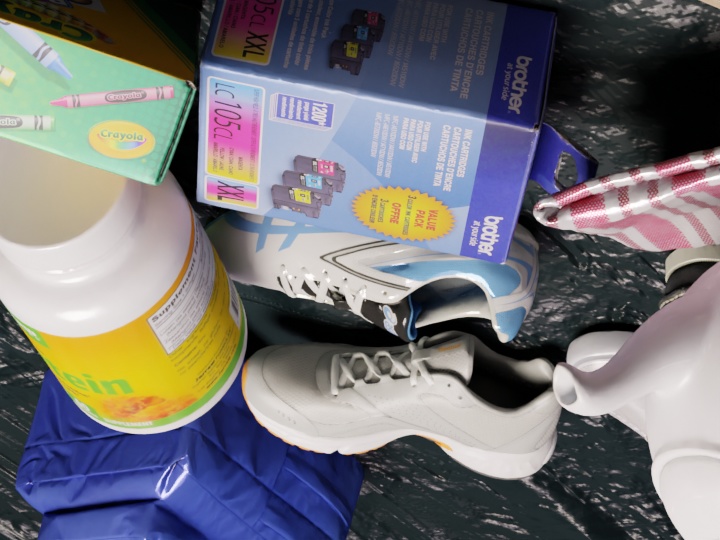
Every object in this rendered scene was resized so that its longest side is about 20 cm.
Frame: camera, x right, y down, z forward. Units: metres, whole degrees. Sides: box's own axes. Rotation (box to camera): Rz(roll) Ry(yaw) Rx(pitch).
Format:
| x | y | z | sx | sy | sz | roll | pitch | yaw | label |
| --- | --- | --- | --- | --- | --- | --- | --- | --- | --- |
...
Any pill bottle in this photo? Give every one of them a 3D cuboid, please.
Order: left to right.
| x | y | z | sx | sy | sz | roll | pitch | yaw | label |
| --- | --- | --- | --- | --- | --- | --- | --- | --- | --- |
| -0.135 | -0.002 | 1.363 | 0.110 | 0.112 | 0.200 | 4 | 154 | 15 | pill bottle |

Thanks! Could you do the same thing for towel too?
| x | y | z | sx | sy | sz | roll | pitch | yaw | label |
| --- | --- | --- | --- | --- | --- | --- | --- | --- | --- |
| 0.198 | -0.039 | 1.253 | 0.199 | 0.030 | 0.146 | -14 | 169 | 25 | towel |

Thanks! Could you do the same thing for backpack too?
| x | y | z | sx | sy | sz | roll | pitch | yaw | label |
| --- | --- | --- | --- | --- | --- | --- | --- | --- | --- |
| -0.107 | 0.151 | 1.652 | 0.162 | 0.169 | 0.200 | -4 | 152 | 38 | backpack |

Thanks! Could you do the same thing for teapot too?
| x | y | z | sx | sy | sz | roll | pitch | yaw | label |
| --- | --- | --- | --- | --- | --- | --- | --- | --- | --- |
| 0.217 | 0.098 | 1.263 | 0.199 | 0.146 | 0.198 | 21 | 153 | 29 | teapot |

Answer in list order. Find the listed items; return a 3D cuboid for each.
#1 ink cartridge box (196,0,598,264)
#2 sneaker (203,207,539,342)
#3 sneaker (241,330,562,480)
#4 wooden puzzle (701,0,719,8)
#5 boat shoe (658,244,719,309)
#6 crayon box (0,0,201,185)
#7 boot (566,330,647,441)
| x | y | z | sx | sy | sz | roll | pitch | yaw | label |
| --- | --- | --- | --- | --- | --- | --- | --- | --- | --- |
| 0.021 | -0.077 | 1.293 | 0.199 | 0.077 | 0.137 | 10 | 151 | 1 | ink cartridge box |
| 0.000 | 0.000 | 1.438 | 0.199 | 0.073 | 0.072 | 5 | 152 | 16 | sneaker |
| 0.029 | 0.064 | 1.552 | 0.199 | 0.076 | 0.092 | 8 | 144 | -8 | sneaker |
| 0.232 | -0.156 | 1.109 | 0.199 | 0.046 | 0.185 | 25 | 148 | -12 | wooden puzzle |
| 0.260 | 0.044 | 1.422 | 0.199 | 0.068 | 0.072 | 14 | 149 | -6 | boat shoe |
| -0.180 | -0.115 | 1.247 | 0.199 | 0.119 | 0.059 | 18 | 111 | -10 | crayon box |
| 0.207 | 0.110 | 1.525 | 0.199 | 0.096 | 0.074 | 21 | 150 | -16 | boot |
